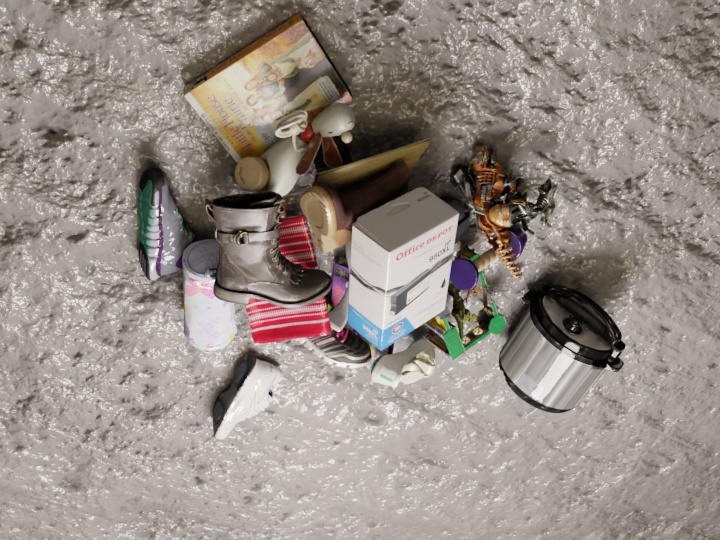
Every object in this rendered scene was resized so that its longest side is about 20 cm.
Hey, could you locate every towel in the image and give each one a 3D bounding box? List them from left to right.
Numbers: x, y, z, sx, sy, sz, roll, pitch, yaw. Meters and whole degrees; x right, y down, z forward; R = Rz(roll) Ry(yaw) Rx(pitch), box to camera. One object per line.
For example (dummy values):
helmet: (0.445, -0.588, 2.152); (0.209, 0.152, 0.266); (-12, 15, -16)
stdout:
towel: (-0.131, 0.018, 1.317); (0.143, 0.022, 0.202); (-7, 107, 18)

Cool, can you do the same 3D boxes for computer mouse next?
computer mouse: (-0.033, -0.134, 1.286); (0.058, 0.034, 0.201); (-2, 136, 10)
computer mouse: (0.119, -0.070, 1.345); (0.199, 0.053, 0.139); (-28, 128, 12)

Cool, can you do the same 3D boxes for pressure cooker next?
pressure cooker: (0.361, 0.131, 1.464); (0.174, 0.179, 0.201); (15, 125, -17)

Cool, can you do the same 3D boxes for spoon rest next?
spoon rest: (0.000, 0.000, 1.324); (0.099, 0.061, 0.201); (32, 109, 12)

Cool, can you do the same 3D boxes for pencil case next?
pencil case: (-0.241, 0.041, 1.330); (0.090, 0.084, 0.201); (-5, 139, -17)

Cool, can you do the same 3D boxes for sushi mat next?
sushi mat: (0.009, -0.144, 1.218); (0.199, 0.012, 0.096); (-21, 165, -25)

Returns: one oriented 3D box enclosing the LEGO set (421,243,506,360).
LEGO set: (0.152, 0.047, 1.427); (0.154, 0.116, 0.201); (-40, 124, -10)

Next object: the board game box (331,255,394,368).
board game box: (0.005, 0.080, 1.419); (0.119, 0.032, 0.201); (23, 131, 22)

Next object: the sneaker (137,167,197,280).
sneaker: (-0.294, -0.077, 1.270); (0.087, 0.075, 0.201); (-11, 137, -27)

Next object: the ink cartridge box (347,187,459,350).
ink cartridge box: (0.061, -0.002, 1.229); (0.144, 0.084, 0.201); (-30, 141, -31)

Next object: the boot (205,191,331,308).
boot: (-0.128, -0.034, 1.200); (0.198, 0.069, 0.175); (-2, 127, -17)

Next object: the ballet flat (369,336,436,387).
ballet flat: (0.092, 0.167, 1.448); (0.199, 0.069, 0.070); (-13, 145, -55)

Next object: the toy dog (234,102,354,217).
toy dog: (-0.087, -0.149, 1.180); (0.131, 0.097, 0.200); (-24, 174, -43)

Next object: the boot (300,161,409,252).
boot: (-0.002, -0.112, 1.193); (0.166, 0.072, 0.200); (-38, 166, -11)

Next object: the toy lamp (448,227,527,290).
toy lamp: (0.211, -0.025, 1.326); (0.199, 0.058, 0.059); (-26, 146, -48)

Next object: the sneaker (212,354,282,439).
sneaker: (-0.212, 0.244, 1.520); (0.087, 0.075, 0.201); (19, 123, -28)

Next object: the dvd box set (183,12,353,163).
dvd box set: (-0.130, -0.252, 1.174); (0.199, 0.030, 0.147); (-28, 128, 11)

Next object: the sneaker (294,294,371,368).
sneaker: (-0.061, 0.090, 1.398); (0.199, 0.074, 0.088); (31, 118, 0)

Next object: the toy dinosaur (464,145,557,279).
toy dinosaur: (0.223, -0.094, 1.292); (0.135, 0.102, 0.202); (-9, 106, -28)
